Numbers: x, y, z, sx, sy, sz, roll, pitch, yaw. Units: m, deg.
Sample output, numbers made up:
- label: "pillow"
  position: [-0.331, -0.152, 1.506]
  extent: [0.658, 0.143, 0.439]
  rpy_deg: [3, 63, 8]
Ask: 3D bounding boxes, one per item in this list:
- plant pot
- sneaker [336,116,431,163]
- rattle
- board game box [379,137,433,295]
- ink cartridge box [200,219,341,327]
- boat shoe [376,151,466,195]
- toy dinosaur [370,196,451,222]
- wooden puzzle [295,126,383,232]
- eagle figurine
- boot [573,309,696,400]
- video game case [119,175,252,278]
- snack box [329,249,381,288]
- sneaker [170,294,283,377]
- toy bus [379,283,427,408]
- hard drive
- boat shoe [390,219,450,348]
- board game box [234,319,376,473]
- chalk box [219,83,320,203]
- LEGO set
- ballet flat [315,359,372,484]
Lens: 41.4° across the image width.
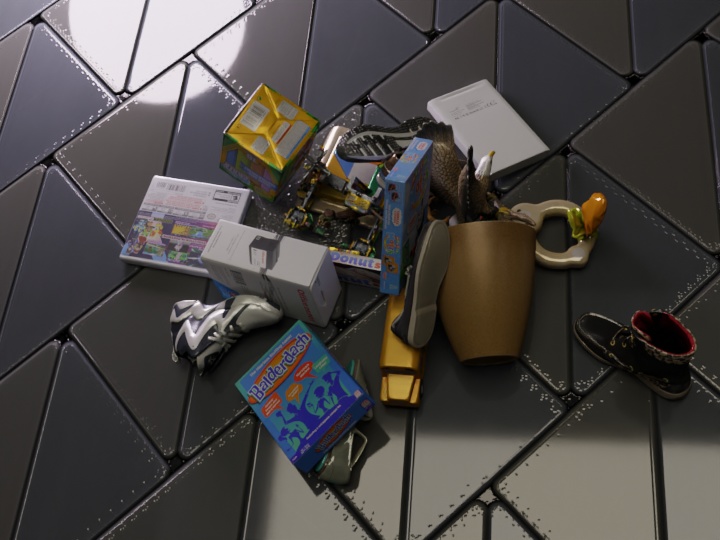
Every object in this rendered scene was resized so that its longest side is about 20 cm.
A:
- label: "plant pot"
  position: [0.194, 0.044, 1.497]
  extent: [0.186, 0.186, 0.200]
  rpy_deg: [-6, 74, 7]
- label: "sneaker"
  position: [0.045, -0.207, 1.641]
  extent: [0.200, 0.080, 0.074]
  rpy_deg: [-12, 61, -30]
- label: "rattle"
  position: [0.290, -0.084, 1.563]
  extent: [0.200, 0.143, 0.130]
  rpy_deg: [21, 86, 14]
- label: "board game box"
  position: [0.071, -0.085, 1.484]
  extent: [0.037, 0.200, 0.151]
  rpy_deg: [12, 35, 16]
- label: "ink cartridge box"
  position: [-0.145, 0.005, 1.584]
  extent: [0.200, 0.145, 0.084]
  rpy_deg: [15, 64, 18]
- label: "boat shoe"
  position: [0.126, -0.173, 1.630]
  extent: [0.200, 0.072, 0.072]
  rpy_deg: [-10, 55, -35]
- label: "toy dinosaur"
  position: [0.088, -0.091, 1.625]
  extent: [0.106, 0.060, 0.200]
  rpy_deg: [36, 35, 7]
- label: "wooden puzzle"
  position: [0.002, -0.170, 1.716]
  extent: [0.200, 0.037, 0.185]
  rpy_deg: [15, 66, 18]
- label: "eagle figurine"
  position: [0.171, -0.139, 1.542]
  extent: [0.152, 0.200, 0.151]
  rpy_deg: [-15, 59, 39]
- label: "boot"
  position: [0.412, 0.102, 1.426]
  extent: [0.200, 0.151, 0.073]
  rpy_deg: [38, 74, 26]
- label: "video game case"
  position: [-0.316, -0.080, 1.734]
  extent: [0.200, 0.023, 0.182]
  rpy_deg: [10, 64, 14]
- label: "snack box"
  position: [0.000, 0.000, 1.603]
  extent: [0.200, 0.072, 0.024]
  rpy_deg: [11, 65, 16]
- label: "sneaker"
  position: [-0.227, 0.115, 1.578]
  extent: [0.199, 0.080, 0.130]
  rpy_deg: [-1, 63, 10]
- label: "toy bus"
  position: [0.072, 0.115, 1.523]
  extent: [0.065, 0.078, 0.200]
  rpy_deg: [3, 62, 12]
- label: "hard drive"
  position: [0.228, -0.254, 1.712]
  extent: [0.132, 0.026, 0.200]
  rpy_deg: [-24, 60, -18]
- label: "boat shoe"
  position: [0.084, 0.016, 1.446]
  extent: [0.063, 0.073, 0.200]
  rpy_deg: [21, 109, 38]
- label: "board game box"
  position: [-0.090, 0.192, 1.486]
  extent: [0.152, 0.045, 0.200]
  rpy_deg: [-46, 47, -1]
- label: "chalk box"
  position: [-0.166, -0.213, 1.690]
  extent: [0.124, 0.200, 0.125]
  rpy_deg: [33, 71, 0]
- label: "LEGO set"
  position: [-0.042, -0.107, 1.617]
  extent: [0.200, 0.116, 0.154]
  rpy_deg: [35, 92, 17]
- label: "ballet flat"
  position: [-0.015, 0.239, 1.491]
  extent: [0.064, 0.067, 0.200]
  rpy_deg: [22, 65, -9]
